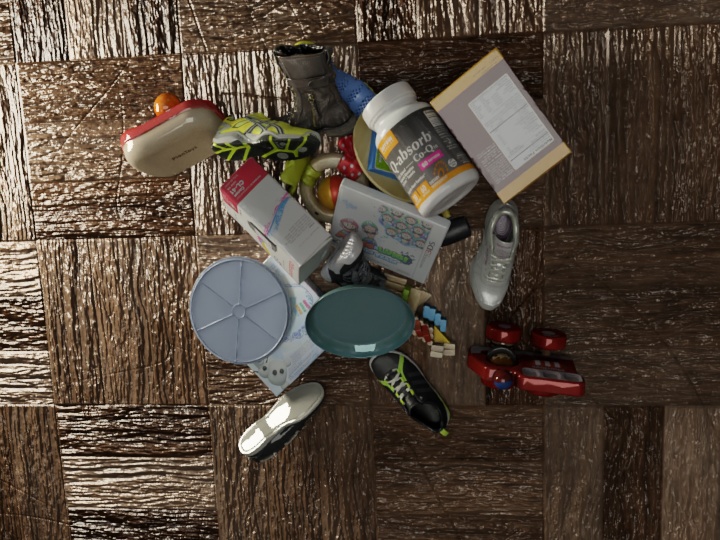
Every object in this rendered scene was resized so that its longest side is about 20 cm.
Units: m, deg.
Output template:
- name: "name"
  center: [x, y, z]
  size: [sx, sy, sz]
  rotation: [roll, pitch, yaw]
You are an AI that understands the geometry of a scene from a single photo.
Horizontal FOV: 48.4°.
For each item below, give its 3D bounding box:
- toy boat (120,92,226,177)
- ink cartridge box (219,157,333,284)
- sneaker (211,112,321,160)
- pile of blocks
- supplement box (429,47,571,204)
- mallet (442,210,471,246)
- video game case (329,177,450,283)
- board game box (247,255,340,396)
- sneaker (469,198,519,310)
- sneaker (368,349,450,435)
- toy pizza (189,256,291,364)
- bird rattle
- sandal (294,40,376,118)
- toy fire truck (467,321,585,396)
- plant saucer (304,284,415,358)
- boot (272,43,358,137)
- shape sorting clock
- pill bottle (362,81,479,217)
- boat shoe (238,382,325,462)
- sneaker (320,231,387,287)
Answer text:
- name: "toy boat"
  center: [-0.343, -0.263, 1.457]
  size: [0.198, 0.130, 0.132]
  rotation: [-25, 66, 11]
- name: "ink cartridge box"
  center: [-0.149, -0.085, 1.417]
  size: [0.086, 0.148, 0.200]
  rotation: [-43, 84, -12]
- name: "sneaker"
  center: [-0.162, -0.238, 1.379]
  size: [0.196, 0.076, 0.078]
  rotation: [4, 68, 14]
- name: "pile of blocks"
  center: [0.108, 0.084, 1.477]
  size: [0.200, 0.062, 0.082]
  rotation: [42, 103, -2]
- name: "supplement box"
  center: [0.229, -0.239, 1.331]
  size: [0.132, 0.197, 0.201]
  rotation: [-36, 94, 12]
- name: "mallet"
  center: [0.130, -0.140, 1.448]
  size: [0.065, 0.041, 0.202]
  rotation: [-28, 92, 8]
- name: "video game case"
  center: [0.045, -0.066, 1.417]
  size: [0.197, 0.024, 0.183]
  rotation: [22, 147, 3]
- name: "board game box"
  center: [-0.156, 0.098, 1.523]
  size: [0.200, 0.043, 0.199]
  rotation: [-43, 92, 13]
- name: "sneaker"
  center: [0.237, -0.025, 1.421]
  size: [0.073, 0.100, 0.204]
  rotation: [8, 103, 4]
- name: "sneaker"
  center: [0.097, 0.226, 1.493]
  size: [0.200, 0.083, 0.072]
  rotation: [43, 102, -2]
- name: "toy pizza"
  center: [-0.222, 0.074, 1.492]
  size: [0.196, 0.032, 0.204]
  rotation: [1, 98, 10]
- name: "bird rattle"
  center: [-0.045, -0.169, 1.450]
  size: [0.196, 0.113, 0.166]
  rotation: [-13, 114, 0]
- name: "sandal"
  center: [-0.051, -0.328, 1.410]
  size: [0.199, 0.087, 0.080]
  rotation: [35, 101, -2]
- name: "toy fire truck"
  center: [0.288, 0.171, 1.414]
  size: [0.196, 0.168, 0.114]
  rotation: [7, 101, 6]
- name: "plant saucer"
  center: [-0.001, 0.087, 1.430]
  size: [0.196, 0.028, 0.202]
  rotation: [-1, 137, -1]
- name: "boot"
  center: [-0.104, -0.309, 1.368]
  size: [0.197, 0.070, 0.175]
  rotation: [-2, 138, 30]
- name: "shape sorting clock"
  center: [0.078, -0.207, 1.385]
  size: [0.197, 0.039, 0.203]
  rotation: [8, 63, -16]
- name: "pill bottle"
  center: [0.094, -0.197, 1.296]
  size: [0.116, 0.116, 0.201]
  rotation: [-37, 79, 12]
- name: "boat shoe"
  center: [-0.143, 0.297, 1.550]
  size: [0.199, 0.074, 0.060]
  rotation: [-42, 135, -3]
- name: "sneaker"
  center: [0.000, 0.000, 1.418]
  size: [0.113, 0.200, 0.076]
  rotation: [34, 75, -6]
